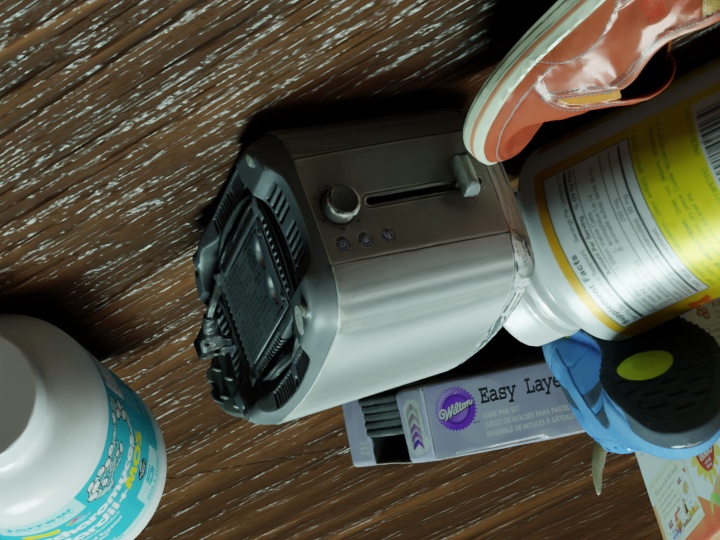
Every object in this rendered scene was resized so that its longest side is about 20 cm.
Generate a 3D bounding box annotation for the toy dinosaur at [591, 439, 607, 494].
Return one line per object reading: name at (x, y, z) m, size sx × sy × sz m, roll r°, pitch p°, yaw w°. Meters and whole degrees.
toy dinosaur at (0.171, 0.036, 1.657) m, size 0.200 × 0.101 × 0.058 m, roll -38°, pitch 151°, yaw -35°

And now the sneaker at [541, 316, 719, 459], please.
sneaker at (0.149, 0.067, 1.480) m, size 0.066 × 0.079 × 0.200 m, roll -18°, pitch -159°, yaw -9°

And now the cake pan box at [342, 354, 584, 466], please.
cake pan box at (0.099, 0.081, 1.762) m, size 0.199 × 0.053 × 0.184 m, roll -11°, pitch 177°, yaw -15°

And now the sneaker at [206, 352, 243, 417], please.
sneaker at (0.009, 0.036, 1.587) m, size 0.199 × 0.067 × 0.090 m, roll -27°, pitch 158°, yaw 24°

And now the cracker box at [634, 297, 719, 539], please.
cracker box at (0.184, 0.049, 1.562) m, size 0.057 × 0.201 × 0.134 m, roll -13°, pitch 163°, yaw -16°

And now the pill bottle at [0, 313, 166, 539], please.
pill bottle at (-0.176, 0.088, 1.499) m, size 0.110 × 0.112 × 0.200 m, roll -18°, pitch 163°, yaw 6°

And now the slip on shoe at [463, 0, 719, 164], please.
slip on shoe at (0.105, -0.094, 1.249) m, size 0.074 × 0.061 × 0.200 m, roll -46°, pitch -179°, yaw -37°

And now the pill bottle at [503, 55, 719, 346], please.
pill bottle at (0.156, -0.035, 1.432) m, size 0.199 × 0.110 × 0.109 m, roll -26°, pitch 161°, yaw 29°

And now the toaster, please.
toaster at (0.000, 0.000, 1.389) m, size 0.128 × 0.114 × 0.200 m, roll -12°, pitch 159°, yaw -21°
